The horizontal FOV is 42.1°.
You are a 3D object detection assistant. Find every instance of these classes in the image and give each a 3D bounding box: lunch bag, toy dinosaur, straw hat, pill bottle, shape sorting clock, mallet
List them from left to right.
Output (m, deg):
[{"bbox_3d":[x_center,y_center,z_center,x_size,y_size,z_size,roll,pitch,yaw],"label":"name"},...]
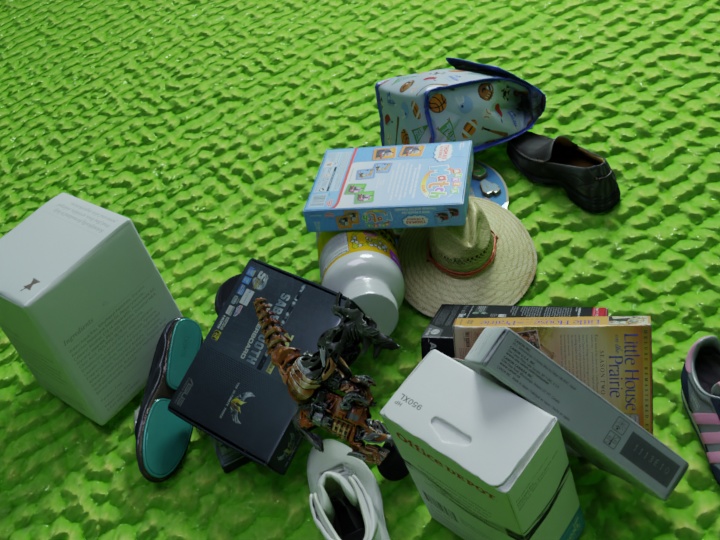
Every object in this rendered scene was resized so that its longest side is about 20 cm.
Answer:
[{"bbox_3d":[-0.033,0.102,0.952,0.136,0.200,0.102,-47,9,1],"label":"toy dinosaur"},{"bbox_3d":[0.000,0.000,1.163,0.102,0.106,0.201,-14,35,3],"label":"pill bottle"},{"bbox_3d":[0.106,-0.095,1.296,0.196,0.040,0.202,-9,42,8],"label":"shape sorting clock"},{"bbox_3d":[0.096,0.149,1.017,0.199,0.066,0.041,-39,76,-26],"label":"mallet"},{"bbox_3d":[0.124,-0.042,1.172,0.197,0.086,0.204,-6,52,7],"label":"straw hat"},{"bbox_3d":[0.144,-0.239,1.354,0.197,0.126,0.170,-14,21,-21],"label":"lunch bag"}]

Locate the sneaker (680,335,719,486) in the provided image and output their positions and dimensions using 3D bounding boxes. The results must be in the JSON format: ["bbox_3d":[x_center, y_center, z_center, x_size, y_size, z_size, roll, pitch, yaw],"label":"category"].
[{"bbox_3d":[0.367,0.152,0.914,0.069,0.083,0.202,-16,42,-1],"label":"sneaker"}]

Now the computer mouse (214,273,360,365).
[{"bbox_3d":[-0.105,0.083,1.141,0.137,0.053,0.200,-33,57,-21],"label":"computer mouse"}]

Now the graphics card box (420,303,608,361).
[{"bbox_3d":[0.174,0.078,1.040,0.196,0.052,0.125,1,16,15],"label":"graphics card box"}]

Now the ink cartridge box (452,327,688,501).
[{"bbox_3d":[0.186,0.127,0.873,0.199,0.174,0.044,37,87,-1],"label":"ink cartridge box"}]

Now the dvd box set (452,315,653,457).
[{"bbox_3d":[0.197,0.119,0.959,0.196,0.149,0.029,-2,19,16],"label":"dvd box set"}]

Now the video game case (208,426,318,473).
[{"bbox_3d":[-0.131,0.139,1.136,0.141,0.019,0.201,-25,43,-10],"label":"video game case"}]

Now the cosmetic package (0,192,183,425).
[{"bbox_3d":[-0.344,0.044,1.156,0.163,0.202,0.165,19,51,40],"label":"cosmetic package"}]

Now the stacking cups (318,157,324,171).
[{"bbox_3d":[0.040,-0.130,1.288,0.197,0.061,0.061,4,45,30],"label":"stacking cups"}]

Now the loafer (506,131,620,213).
[{"bbox_3d":[0.275,-0.156,1.282,0.072,0.073,0.199,-35,44,-19],"label":"loafer"}]

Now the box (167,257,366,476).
[{"bbox_3d":[-0.105,0.103,1.049,0.156,0.051,0.202,22,77,31],"label":"box"}]

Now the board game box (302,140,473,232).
[{"bbox_3d":[0.039,-0.108,1.179,0.196,0.037,0.152,-2,36,14],"label":"board game box"}]

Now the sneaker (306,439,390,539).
[{"bbox_3d":[-0.017,0.221,0.938,0.073,0.117,0.201,-23,41,-6],"label":"sneaker"}]

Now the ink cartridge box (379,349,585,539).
[{"bbox_3d":[0.117,0.185,0.862,0.143,0.201,0.084,27,64,37],"label":"ink cartridge box"}]

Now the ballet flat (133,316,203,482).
[{"bbox_3d":[-0.231,0.155,1.111,0.072,0.073,0.203,-1,63,16],"label":"ballet flat"}]
